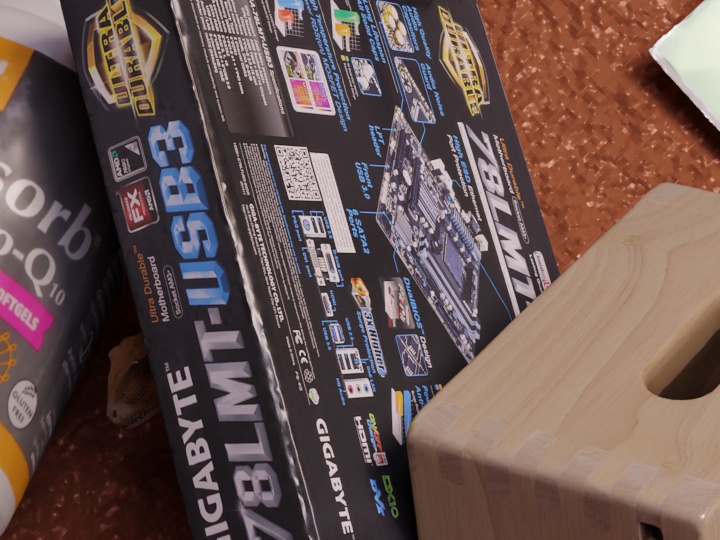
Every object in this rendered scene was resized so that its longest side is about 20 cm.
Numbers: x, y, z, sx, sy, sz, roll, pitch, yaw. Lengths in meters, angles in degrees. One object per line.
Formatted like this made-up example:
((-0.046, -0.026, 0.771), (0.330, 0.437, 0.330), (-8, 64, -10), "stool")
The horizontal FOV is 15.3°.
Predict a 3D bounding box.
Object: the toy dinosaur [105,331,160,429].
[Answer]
((-0.019, 0.011, 0.922), (0.200, 0.060, 0.107), (-51, 125, -58), "toy dinosaur")

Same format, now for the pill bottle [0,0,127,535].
((-0.131, -0.015, 0.881), (0.116, 0.116, 0.201), (25, 62, -3), "pill bottle")

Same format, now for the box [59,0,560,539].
((0.000, 0.000, 0.874), (0.198, 0.050, 0.201), (0, 72, -59), "box")

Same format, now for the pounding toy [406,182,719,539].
((0.131, 0.066, 0.841), (0.142, 0.185, 0.200), (16, 39, 32), "pounding toy")

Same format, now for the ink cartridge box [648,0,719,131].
((0.229, -0.097, 1.054), (0.200, 0.048, 0.146), (-42, 88, -4), "ink cartridge box")
